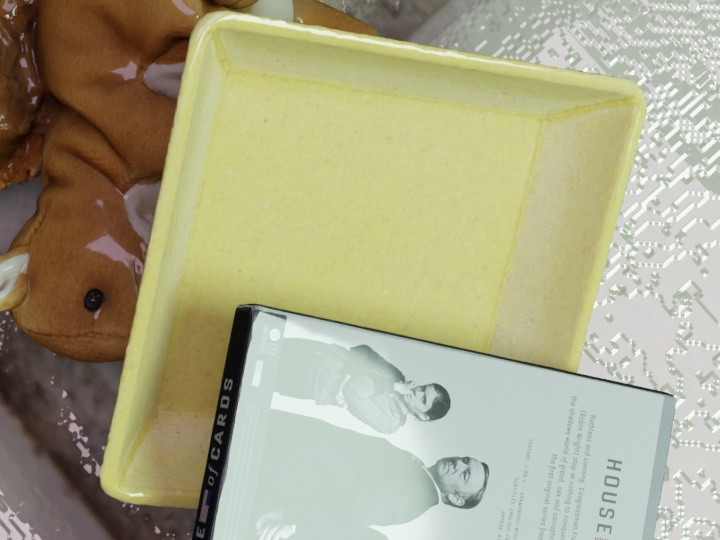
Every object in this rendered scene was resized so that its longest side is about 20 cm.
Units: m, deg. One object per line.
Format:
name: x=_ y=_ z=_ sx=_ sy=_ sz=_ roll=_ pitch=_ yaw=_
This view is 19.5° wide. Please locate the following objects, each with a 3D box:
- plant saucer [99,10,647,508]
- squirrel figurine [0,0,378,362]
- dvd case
plant saucer: x=0.000 y=0.000 z=0.859 sx=0.198 sy=0.048 sz=0.202 roll=7 pitch=107 yaw=-23
squirrel figurine: x=-0.120 y=-0.062 z=0.920 sx=0.199 sy=0.141 sz=0.188 roll=24 pitch=92 yaw=16
dvd case: x=0.030 y=0.106 z=0.844 sx=0.198 sy=0.025 sz=0.152 roll=13 pitch=85 yaw=-25
